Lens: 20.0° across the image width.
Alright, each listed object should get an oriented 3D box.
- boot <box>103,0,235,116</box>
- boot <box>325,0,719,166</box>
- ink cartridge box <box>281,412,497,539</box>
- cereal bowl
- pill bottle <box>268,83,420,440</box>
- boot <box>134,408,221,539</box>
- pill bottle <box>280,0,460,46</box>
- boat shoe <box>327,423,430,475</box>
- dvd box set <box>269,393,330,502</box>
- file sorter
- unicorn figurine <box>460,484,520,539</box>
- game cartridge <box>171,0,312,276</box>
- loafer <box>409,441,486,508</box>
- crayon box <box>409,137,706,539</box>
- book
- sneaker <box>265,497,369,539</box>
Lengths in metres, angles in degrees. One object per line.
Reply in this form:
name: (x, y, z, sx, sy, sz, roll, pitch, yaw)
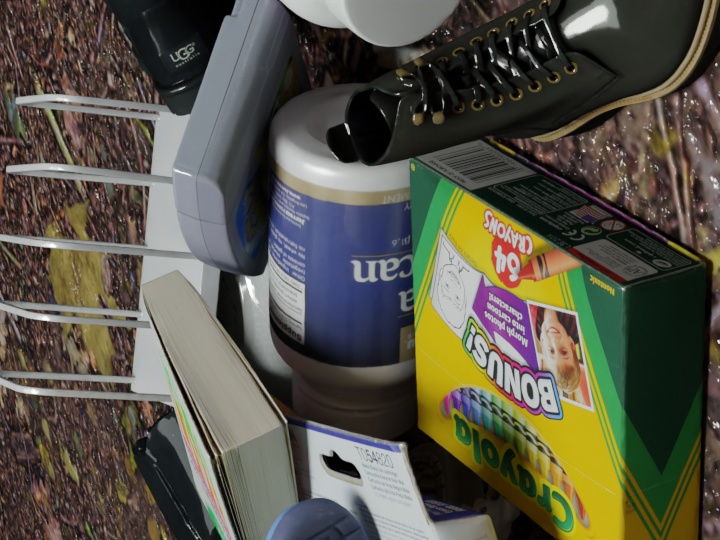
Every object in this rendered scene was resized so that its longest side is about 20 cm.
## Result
boot: (-0.138, -0.201, 1.275, 0.169, 0.076, 0.200, 64, -179, -23)
boot: (0.078, -0.100, 0.969, 0.078, 0.137, 0.200, 68, 153, 15)
ink cartridge box: (0.027, 0.170, 1.140, 0.199, 0.040, 0.201, 7, 118, 65)
cereal bowl: (-0.062, 0.007, 1.387, 0.200, 0.083, 0.202, 40, 137, 50)
pill bottle: (0.000, 0.000, 1.220, 0.111, 0.110, 0.201, 44, 142, 47)
boot: (-0.122, 0.210, 1.610, 0.169, 0.076, 0.201, 58, 143, 25)
pill bottle: (-0.022, -0.205, 1.149, 0.200, 0.111, 0.113, 47, 143, 46)
boat shoe: (0.026, 0.203, 1.329, 0.070, 0.070, 0.202, -2, 103, 68)
dvd box set: (-0.054, 0.143, 1.325, 0.200, 0.029, 0.147, 26, 138, 66)
file sorter: (-0.169, -0.016, 1.352, 0.139, 0.124, 0.202, -173, 88, -67)
unicorn figurine: (0.108, 0.191, 1.136, 0.201, 0.073, 0.137, 65, 165, 7)
game cartridge: (-0.068, -0.070, 1.221, 0.200, 0.040, 0.134, 71, -141, -75)
loafer: (0.060, 0.202, 1.257, 0.075, 0.068, 0.202, 9, 104, 54)
crayon box: (0.101, 0.044, 1.094, 0.200, 0.058, 0.174, 36, 134, 52)
book: (-0.080, 0.109, 1.230, 0.201, 0.048, 0.134, 81, 161, -51)
sneaker: (-0.028, 0.206, 1.152, 0.082, 0.073, 0.201, 41, 146, 51)
